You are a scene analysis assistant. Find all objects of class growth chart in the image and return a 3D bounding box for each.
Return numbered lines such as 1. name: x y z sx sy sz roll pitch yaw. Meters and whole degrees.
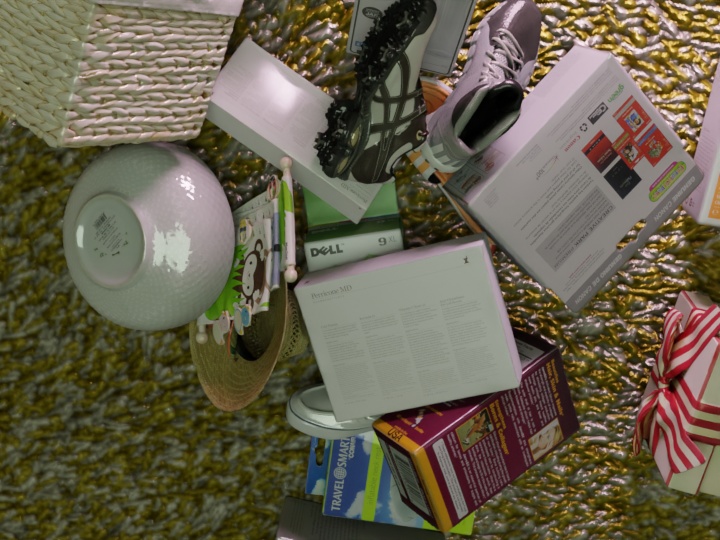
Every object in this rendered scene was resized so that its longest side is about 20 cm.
1. growth chart: -0.119 -0.010 1.123 0.018 0.147 0.199 9 155 -36

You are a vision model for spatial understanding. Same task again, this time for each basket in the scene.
1. basket: -0.251 -0.228 1.022 0.197 0.199 0.162 32 116 26

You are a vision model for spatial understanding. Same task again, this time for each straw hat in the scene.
1. straw hat: -0.099 0.054 1.166 0.084 0.201 0.203 12 111 -37

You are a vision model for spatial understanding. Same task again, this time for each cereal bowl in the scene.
1. cereal bowl: -0.232 -0.032 1.127 0.198 0.083 0.203 4 99 27

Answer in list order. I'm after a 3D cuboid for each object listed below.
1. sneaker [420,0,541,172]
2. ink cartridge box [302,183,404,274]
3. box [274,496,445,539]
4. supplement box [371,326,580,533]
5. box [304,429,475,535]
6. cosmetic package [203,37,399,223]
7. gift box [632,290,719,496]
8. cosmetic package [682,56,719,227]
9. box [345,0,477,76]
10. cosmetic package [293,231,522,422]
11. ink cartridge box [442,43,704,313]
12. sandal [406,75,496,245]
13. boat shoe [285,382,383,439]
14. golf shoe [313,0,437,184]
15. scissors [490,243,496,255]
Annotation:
1. sneaker: 0.139 -0.184 1.057 0.075 0.115 0.201 31 80 -15
2. ink cartridge box: 0.000 0.000 1.170 0.102 0.059 0.202 -8 107 5
3. box: -0.009 0.360 1.270 0.198 0.098 0.126 14 107 -1
4. supplement box: 0.125 0.164 1.155 0.199 0.085 0.111 -32 119 -21
5. box: 0.038 0.226 1.254 0.197 0.048 0.123 7 107 -1
6. cosmetic package: -0.060 -0.141 1.116 0.199 0.051 0.083 35 67 -2
7. gift box: 0.393 0.133 1.135 0.184 0.200 0.187 14 102 -1
8. cosmetic package: 0.405 -0.143 1.111 0.100 0.071 0.202 9 107 0
9. box: 0.054 -0.271 1.024 0.115 0.200 0.061 14 67 -3
10. cosmetic package: 0.049 0.059 1.107 0.198 0.052 0.152 -13 107 16
11. ink cartridge box: 0.216 -0.090 1.102 0.200 0.084 0.176 -46 112 2
12. sandal: 0.102 -0.113 1.134 0.079 0.059 0.207 -37 98 10
13. boat shoe: 0.017 0.136 1.204 0.197 0.074 0.066 -4 135 -10
14. golf shoe: 0.034 -0.168 1.038 0.094 0.078 0.201 17 126 -22
15. scissors: 0.137 -0.047 1.182 0.072 0.014 0.202 18 108 -3
